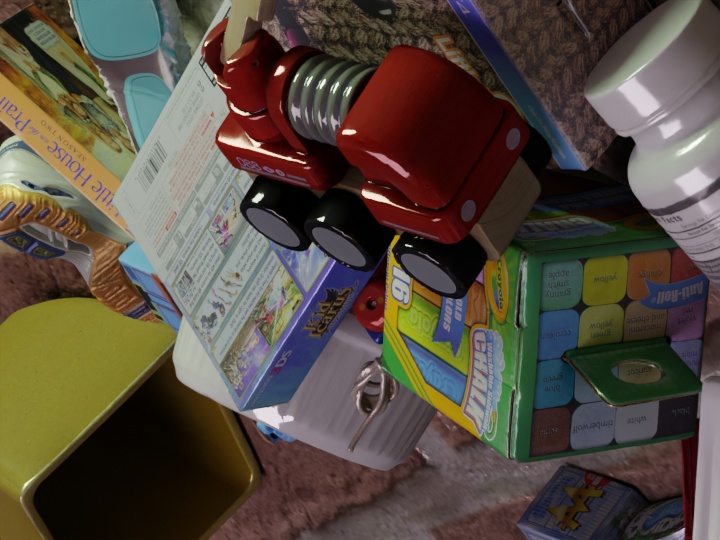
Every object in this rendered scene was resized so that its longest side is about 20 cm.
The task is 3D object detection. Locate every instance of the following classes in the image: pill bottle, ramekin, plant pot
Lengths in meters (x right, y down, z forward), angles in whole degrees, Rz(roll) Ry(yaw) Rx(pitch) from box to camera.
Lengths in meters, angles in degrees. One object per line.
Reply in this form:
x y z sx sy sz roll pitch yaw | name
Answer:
0.210 -0.046 1.509 0.200 0.111 0.111 47 154 -14 | pill bottle
-0.034 0.061 1.940 0.202 0.095 0.202 24 180 0 | ramekin
-0.235 0.138 2.344 0.200 0.194 0.196 27 152 40 | plant pot

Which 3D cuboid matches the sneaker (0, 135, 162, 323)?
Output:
-0.189 -0.036 2.143 0.075 0.088 0.200 -31 132 28 | sneaker

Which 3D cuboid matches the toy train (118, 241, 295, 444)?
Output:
-0.086 0.041 2.098 0.114 0.087 0.200 23 153 50 | toy train

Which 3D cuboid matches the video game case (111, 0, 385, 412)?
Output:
-0.061 -0.046 1.788 0.182 0.045 0.200 58 134 28 | video game case

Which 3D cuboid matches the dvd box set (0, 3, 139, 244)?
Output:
-0.178 -0.093 1.962 0.200 0.146 0.029 42 110 -2 | dvd box set

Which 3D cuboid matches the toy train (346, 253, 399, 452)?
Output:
0.000 0.000 1.810 0.116 0.200 0.085 40 -160 27 | toy train

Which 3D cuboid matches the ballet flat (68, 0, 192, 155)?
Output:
-0.141 -0.145 1.881 0.072 0.072 0.201 17 134 41 | ballet flat

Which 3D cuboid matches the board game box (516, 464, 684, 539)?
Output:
0.213 0.215 1.982 0.200 0.062 0.200 45 154 -10 | board game box

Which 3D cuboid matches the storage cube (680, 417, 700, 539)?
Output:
0.283 0.189 1.634 0.179 0.171 0.200 -8 141 13 | storage cube

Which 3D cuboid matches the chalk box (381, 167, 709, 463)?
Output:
0.112 0.025 1.595 0.200 0.124 0.124 31 123 57 | chalk box

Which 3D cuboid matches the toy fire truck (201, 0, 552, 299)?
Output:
-0.007 -0.104 1.508 0.176 0.129 0.200 18 156 40 | toy fire truck

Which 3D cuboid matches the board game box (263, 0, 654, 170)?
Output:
0.048 -0.145 1.594 0.200 0.097 0.160 2 135 53 | board game box

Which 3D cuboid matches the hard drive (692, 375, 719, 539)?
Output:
0.274 0.130 1.500 0.199 0.133 0.027 5 -174 19 | hard drive
